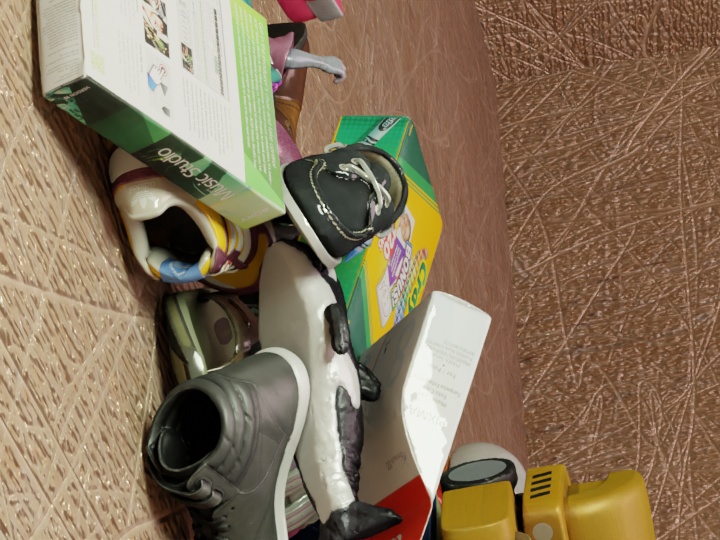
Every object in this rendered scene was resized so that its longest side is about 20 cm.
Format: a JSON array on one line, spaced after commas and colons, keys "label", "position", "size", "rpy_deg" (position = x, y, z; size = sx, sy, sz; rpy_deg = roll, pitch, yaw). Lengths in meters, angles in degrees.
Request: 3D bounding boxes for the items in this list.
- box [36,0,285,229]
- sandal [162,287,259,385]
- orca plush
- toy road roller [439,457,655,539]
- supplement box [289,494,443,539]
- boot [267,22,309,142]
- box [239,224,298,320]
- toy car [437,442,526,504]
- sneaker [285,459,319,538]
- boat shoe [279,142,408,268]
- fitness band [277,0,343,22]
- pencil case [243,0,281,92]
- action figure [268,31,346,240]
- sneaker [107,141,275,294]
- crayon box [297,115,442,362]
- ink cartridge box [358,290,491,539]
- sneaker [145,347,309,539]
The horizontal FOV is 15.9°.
[{"label": "box", "position": [-0.117, -0.126, 1.516], "size": [0.200, 0.036, 0.145], "rpy_deg": [33, 42, -49]}, {"label": "sandal", "position": [-0.090, 0.044, 1.690], "size": [0.201, 0.057, 0.080], "rpy_deg": [-58, 139, -77]}, {"label": "orca plush", "position": [-0.007, 0.074, 1.613], "size": [0.105, 0.071, 0.200], "rpy_deg": [-54, -132, 39]}, {"label": "toy road roller", "position": [0.132, 0.202, 1.799], "size": [0.200, 0.146, 0.123], "rpy_deg": [-67, 145, -75]}, {"label": "supplement box", "position": [0.004, 0.285, 1.813], "size": [0.200, 0.134, 0.200], "rpy_deg": [-87, 166, -55]}, {"label": "boot", "position": [-0.059, -0.074, 1.994], "size": [0.188, 0.068, 0.200], "rpy_deg": [-87, 166, -56]}, {"label": "box", "position": [-0.037, 0.029, 1.914], "size": [0.200, 0.036, 0.145], "rpy_deg": [-66, 152, -49]}, {"label": "toy car", "position": [0.041, 0.221, 2.126], "size": [0.150, 0.175, 0.200], "rpy_deg": [37, 35, -33]}, {"label": "sneaker", "position": [-0.058, 0.135, 1.732], "size": [0.200, 0.081, 0.088], "rpy_deg": [41, 40, -77]}, {"label": "boat shoe", "position": [-0.009, -0.050, 1.647], "size": [0.076, 0.060, 0.200], "rpy_deg": [60, 9, -6]}, {"label": "fitness band", "position": [-0.052, -0.246, 1.740], "size": [0.200, 0.037, 0.144], "rpy_deg": [56, 21, -73]}, {"label": "pencil case", "position": [-0.106, -0.196, 1.699], "size": [0.085, 0.092, 0.200], "rpy_deg": [139, -54, -60]}, {"label": "action figure", "position": [-0.097, -0.110, 1.778], "size": [0.149, 0.134, 0.200], "rpy_deg": [-18, 91, -43]}, {"label": "sneaker", "position": [-0.106, -0.019, 1.607], "size": [0.200, 0.075, 0.090], "rpy_deg": [53, 28, -53]}, {"label": "crayon box", "position": [0.000, 0.000, 1.854], "size": [0.119, 0.058, 0.200], "rpy_deg": [71, 28, -47]}, {"label": "ink cartridge box", "position": [0.012, 0.128, 1.669], "size": [0.200, 0.047, 0.160], "rpy_deg": [-69, -169, -22]}, {"label": "sneaker", "position": [-0.093, 0.146, 1.573], "size": [0.099, 0.071, 0.200], "rpy_deg": [-3, 106, -52]}]
